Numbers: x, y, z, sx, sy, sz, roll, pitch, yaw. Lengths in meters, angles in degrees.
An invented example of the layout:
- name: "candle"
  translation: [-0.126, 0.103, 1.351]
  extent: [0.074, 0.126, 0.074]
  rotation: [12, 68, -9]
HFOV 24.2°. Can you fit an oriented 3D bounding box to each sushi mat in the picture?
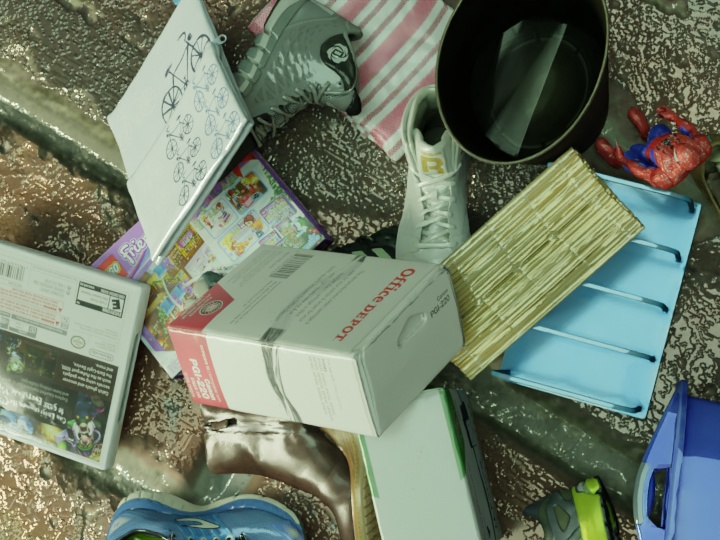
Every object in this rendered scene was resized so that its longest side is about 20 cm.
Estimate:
- name: "sushi mat"
  translation: [0.135, -0.005, 1.421]
  extent: [0.200, 0.012, 0.096]
  rotation: [-42, 75, 11]

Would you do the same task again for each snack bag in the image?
- name: "snack bag"
  translation: [-0.170, -0.138, 1.532]
  extent: [0.189, 0.021, 0.201]
  rotation: [-52, 44, 35]

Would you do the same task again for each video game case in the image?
- name: "video game case"
  translation: [-0.307, 0.076, 1.611]
  extent: [0.199, 0.023, 0.183]
  rotation: [16, 99, 18]

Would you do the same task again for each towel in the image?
- name: "towel"
  translation: [0.009, -0.218, 1.578]
  extent: [0.200, 0.030, 0.146]
  rotation: [43, 96, 11]

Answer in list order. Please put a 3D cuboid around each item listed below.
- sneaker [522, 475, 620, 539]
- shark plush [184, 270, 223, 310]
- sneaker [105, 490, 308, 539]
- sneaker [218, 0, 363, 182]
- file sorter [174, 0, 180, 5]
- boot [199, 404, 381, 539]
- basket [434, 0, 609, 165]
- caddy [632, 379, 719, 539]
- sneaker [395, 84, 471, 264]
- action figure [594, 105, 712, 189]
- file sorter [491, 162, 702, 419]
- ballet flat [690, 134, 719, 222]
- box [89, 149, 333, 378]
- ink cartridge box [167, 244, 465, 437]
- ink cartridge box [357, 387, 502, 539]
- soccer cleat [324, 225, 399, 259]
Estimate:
- name: "sneaker"
  translation: [0.197, 0.287, 1.490]
  extent: [0.081, 0.074, 0.201]
  rotation: [-13, 76, 18]
- name: "shark plush"
  translation: [-0.082, 0.067, 1.509]
  extent: [0.199, 0.091, 0.083]
  rotation: [20, 61, 31]
- name: "sneaker"
  translation: [-0.143, 0.257, 1.541]
  extent: [0.199, 0.089, 0.079]
  rotation: [-1, 117, 16]
- name: "sneaker"
  translation: [-0.062, -0.152, 1.536]
  extent: [0.115, 0.075, 0.201]
  rotation: [28, 85, 7]
- name: "file sorter"
  translation: [-0.161, -0.376, 1.571]
  extent: [0.138, 0.123, 0.201]
  rotation: [-22, 82, 12]
- name: "boot"
  translation: [-0.061, 0.179, 1.561]
  extent: [0.166, 0.072, 0.201]
  rotation: [-11, 85, 24]
- name: "basket"
  translation: [0.151, -0.161, 1.453]
  extent: [0.135, 0.200, 0.181]
  rotation: [21, 88, 14]
- name: "caddy"
  translation: [0.285, 0.195, 1.434]
  extent: [0.104, 0.141, 0.201]
  rotation: [6, 87, 10]
- name: "sneaker"
  translation: [0.061, -0.064, 1.477]
  extent: [0.073, 0.116, 0.201]
  rotation: [-3, 63, 9]
- name: "action figure"
  translation: [0.249, -0.105, 1.427]
  extent: [0.065, 0.200, 0.052]
  rotation: [-38, 104, -1]
- name: "file sorter"
  translation: [0.206, 0.016, 1.472]
  extent: [0.138, 0.123, 0.201]
  rotation: [15, 89, 12]
- name: "ballet flat"
  translation: [0.353, -0.035, 1.467]
  extent: [0.068, 0.072, 0.201]
  rotation: [-31, 81, 9]
- name: "box"
  translation: [-0.143, -0.014, 1.593]
  extent: [0.200, 0.039, 0.137]
  rotation: [-42, 80, 7]
- name: "ink cartridge box"
  translation: [-0.034, 0.054, 1.398]
  extent: [0.199, 0.146, 0.085]
  rotation: [5, 124, 36]
- name: "ink cartridge box"
  translation: [0.062, 0.179, 1.455]
  extent: [0.083, 0.200, 0.147]
  rotation: [-15, 84, 7]
- name: "soccer cleat"
  translation: [0.000, 0.000, 1.544]
  extent: [0.199, 0.068, 0.082]
  rotation: [3, 71, -2]
